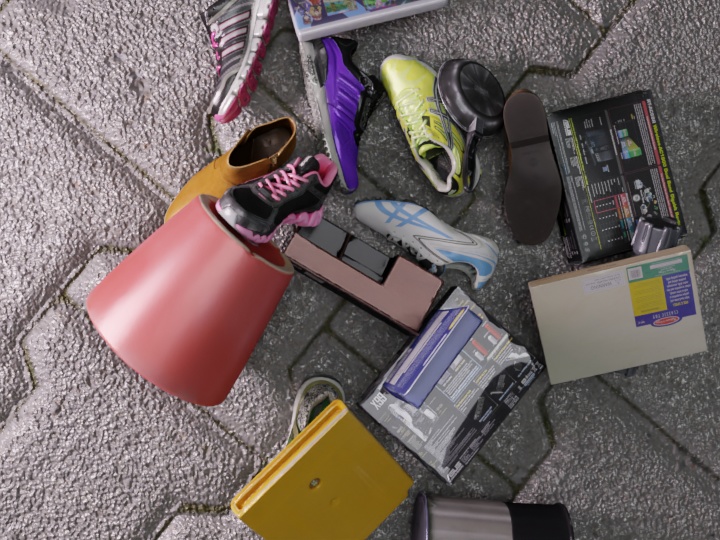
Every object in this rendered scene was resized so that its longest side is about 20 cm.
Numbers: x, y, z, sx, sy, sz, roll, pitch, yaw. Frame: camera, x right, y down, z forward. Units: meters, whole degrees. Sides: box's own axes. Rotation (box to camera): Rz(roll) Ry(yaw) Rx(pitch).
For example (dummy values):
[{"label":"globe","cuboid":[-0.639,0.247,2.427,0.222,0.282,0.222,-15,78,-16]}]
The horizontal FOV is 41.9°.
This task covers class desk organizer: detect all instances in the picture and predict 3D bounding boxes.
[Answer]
[{"label":"desk organizer","cuboid":[0.000,0.000,1.185,0.198,0.072,0.078,30,83,-5]}]

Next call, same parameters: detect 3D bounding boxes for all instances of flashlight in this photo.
[{"label":"flashlight","cuboid":[0.347,0.032,1.188,0.067,0.068,0.203,9,113,-2]}]

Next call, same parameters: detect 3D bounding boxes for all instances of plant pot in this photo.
[{"label":"plant pot","cuboid":[-0.183,0.024,1.084,0.200,0.200,0.178,40,98,-3]}]

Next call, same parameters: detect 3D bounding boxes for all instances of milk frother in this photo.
[{"label":"milk frother","cuboid":[0.161,0.374,1.126,0.185,0.200,0.183,5,91,-6]}]

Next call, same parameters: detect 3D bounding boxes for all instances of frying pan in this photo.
[{"label":"frying pan","cuboid":[0.133,-0.199,1.180,0.115,0.031,0.191,41,49,-15]}]

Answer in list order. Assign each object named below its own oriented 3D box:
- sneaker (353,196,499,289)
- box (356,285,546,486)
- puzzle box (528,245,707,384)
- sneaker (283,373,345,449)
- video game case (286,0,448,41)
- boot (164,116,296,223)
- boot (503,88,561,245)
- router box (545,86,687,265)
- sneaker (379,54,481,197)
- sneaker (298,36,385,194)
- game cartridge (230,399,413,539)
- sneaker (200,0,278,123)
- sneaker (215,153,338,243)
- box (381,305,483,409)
[{"label":"sneaker","cuboid":[0.080,-0.037,1.193,0.198,0.072,0.073,23,75,-4]},{"label":"box","cuboid":[0.116,0.146,1.202,0.157,0.050,0.201,40,84,-3]},{"label":"puzzle box","cuboid":[0.316,0.056,1.155,0.197,0.025,0.135,-13,106,7]},{"label":"sneaker","cuboid":[-0.065,0.229,1.159,0.076,0.089,0.203,10,87,-5]},{"label":"video game case","cuboid":[-0.007,-0.397,1.202,0.197,0.023,0.185,-15,75,-7]},{"label":"boot","cuboid":[-0.161,-0.114,1.134,0.201,0.144,0.071,-39,92,-6]},{"label":"boot","cuboid":[0.221,-0.135,1.218,0.072,0.076,0.203,-4,108,9]},{"label":"router box","cuboid":[0.325,-0.122,1.229,0.148,0.062,0.203,-14,89,-6]},{"label":"sneaker","cuboid":[0.087,-0.185,1.188,0.075,0.076,0.201,-33,90,27]},{"label":"sneaker","cuboid":[-0.012,-0.202,1.191,0.098,0.070,0.203,-13,90,-9]},{"label":"game cartridge","cuboid":[-0.039,0.270,1.134,0.176,0.032,0.201,-43,134,-7]},{"label":"sneaker","cuboid":[-0.164,-0.286,1.178,0.086,0.074,0.203,16,87,1]},{"label":"sneaker","cuboid":[-0.089,-0.095,1.087,0.079,0.200,0.096,44,118,11]},{"label":"box","cuboid":[0.081,0.098,1.075,0.032,0.200,0.122,37,84,-1]}]
